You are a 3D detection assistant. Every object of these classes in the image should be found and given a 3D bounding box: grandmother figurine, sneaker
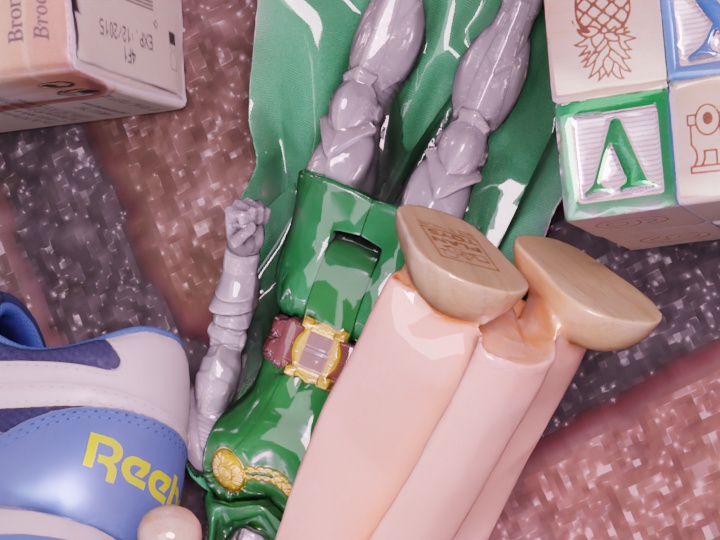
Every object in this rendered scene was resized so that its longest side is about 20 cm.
[{"bbox_3d":[-0.004,0.084,0.763,0.121,0.061,0.201,16,111,-20],"label":"grandmother figurine"},{"bbox_3d":[-0.128,0.044,0.822,0.199,0.074,0.083,9,69,29],"label":"sneaker"}]

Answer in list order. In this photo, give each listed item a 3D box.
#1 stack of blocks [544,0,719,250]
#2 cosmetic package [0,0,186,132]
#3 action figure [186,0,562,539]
[{"bbox_3d":[0.147,-0.048,0.705,0.199,0.059,0.116,-7,81,20],"label":"stack of blocks"},{"bbox_3d":[-0.157,-0.086,0.836,0.199,0.087,0.104,-8,84,18],"label":"cosmetic package"},{"bbox_3d":[0.000,0.000,0.797,0.118,0.055,0.201,20,95,16],"label":"action figure"}]
